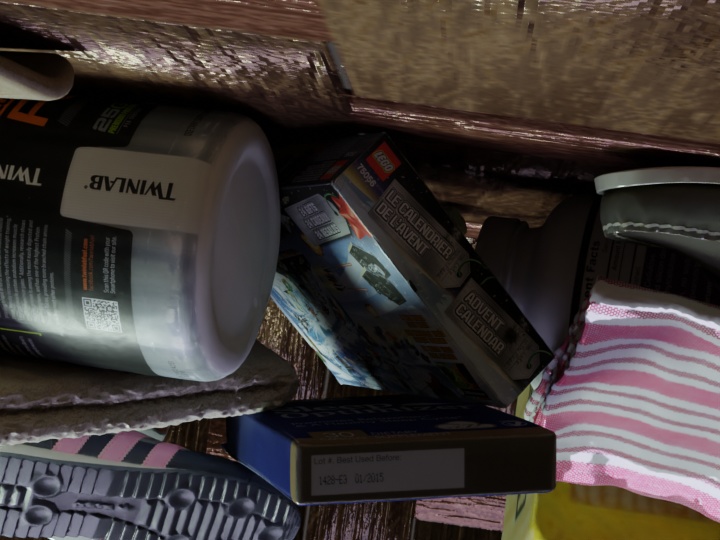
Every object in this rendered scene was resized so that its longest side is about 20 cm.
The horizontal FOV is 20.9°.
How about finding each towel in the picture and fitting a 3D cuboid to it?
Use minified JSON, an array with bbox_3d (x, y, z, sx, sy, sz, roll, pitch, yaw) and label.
[{"bbox_3d":[-0.142,0.049,0.941,0.198,0.035,0.132,-4,-164,-28],"label":"towel"},{"bbox_3d":[0.158,0.072,0.930,0.145,0.030,0.200,14,153,0],"label":"towel"}]

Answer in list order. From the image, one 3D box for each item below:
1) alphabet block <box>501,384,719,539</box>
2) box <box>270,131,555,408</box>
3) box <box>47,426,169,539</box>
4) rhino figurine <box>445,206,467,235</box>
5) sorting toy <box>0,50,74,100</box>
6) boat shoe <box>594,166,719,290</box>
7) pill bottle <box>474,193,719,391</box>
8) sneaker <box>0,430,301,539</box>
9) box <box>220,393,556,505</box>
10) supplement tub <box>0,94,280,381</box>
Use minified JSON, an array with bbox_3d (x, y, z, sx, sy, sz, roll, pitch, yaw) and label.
[{"bbox_3d":[0.190,0.097,1.144,0.193,0.198,0.200,7,162,-1],"label":"alphabet block"},{"bbox_3d":[0.000,0.000,0.973,0.137,0.040,0.200,51,162,-16],"label":"box"},{"bbox_3d":[-0.202,0.046,1.084,0.199,0.098,0.125,32,-157,-8],"label":"box"},{"bbox_3d":[-0.018,-0.013,1.152,0.087,0.060,0.199,-18,158,42],"label":"rhino figurine"},{"bbox_3d":[-0.234,-0.086,0.725,0.184,0.037,0.200,6,176,29],"label":"sorting toy"},{"bbox_3d":[0.195,-0.006,0.863,0.200,0.061,0.072,9,177,-18],"label":"boat shoe"},{"bbox_3d":[0.158,0.022,0.993,0.198,0.114,0.112,7,177,14],"label":"pill bottle"},{"bbox_3d":[-0.124,0.096,0.997,0.199,0.070,0.082,16,-148,-26],"label":"sneaker"},{"bbox_3d":[0.005,0.082,0.949,0.120,0.033,0.200,-2,-178,-15],"label":"box"},{"bbox_3d":[-0.145,-0.021,0.895,0.198,0.124,0.122,7,177,14],"label":"supplement tub"}]
